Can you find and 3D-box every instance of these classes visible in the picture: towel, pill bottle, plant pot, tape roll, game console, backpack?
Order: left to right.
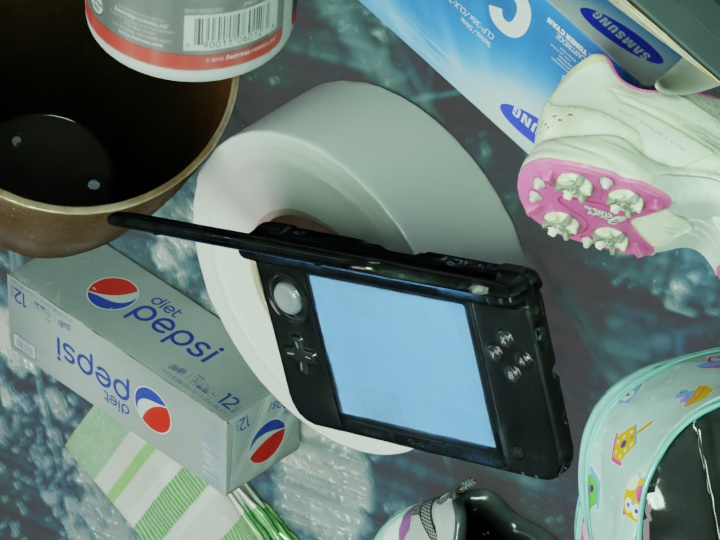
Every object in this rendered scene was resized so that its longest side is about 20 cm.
[{"bbox_3d":[-0.177,-0.084,1.736,0.187,0.187,0.200,51,158,9],"label":"plant pot"},{"bbox_3d":[-0.110,0.161,1.959,0.200,0.023,0.153,50,145,9],"label":"towel"},{"bbox_3d":[-0.086,-0.209,1.565,0.116,0.116,0.201,33,138,29],"label":"pill bottle"},{"bbox_3d":[-0.011,0.037,1.543,0.199,0.116,0.177,11,124,43],"label":"game console"},{"bbox_3d":[0.000,0.000,1.663,0.202,0.071,0.203,29,136,33],"label":"tape roll"},{"bbox_3d":[0.188,0.133,1.453,0.153,0.175,0.201,-127,32,-65],"label":"backpack"}]

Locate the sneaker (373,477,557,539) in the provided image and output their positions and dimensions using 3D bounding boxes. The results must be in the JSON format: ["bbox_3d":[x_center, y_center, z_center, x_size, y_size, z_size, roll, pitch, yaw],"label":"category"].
[{"bbox_3d":[0.094,0.210,1.706,0.200,0.078,0.140,55,145,3],"label":"sneaker"}]

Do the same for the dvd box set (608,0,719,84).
[{"bbox_3d":[0.090,-0.158,1.337,0.146,0.029,0.200,37,-174,-27],"label":"dvd box set"}]

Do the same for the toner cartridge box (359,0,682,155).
[{"bbox_3d":[0.071,-0.132,1.500,0.200,0.043,0.095,43,143,19],"label":"toner cartridge box"}]

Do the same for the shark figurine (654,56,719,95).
[{"bbox_3d":[0.238,-0.067,1.345,0.215,0.128,0.090,51,122,39],"label":"shark figurine"}]

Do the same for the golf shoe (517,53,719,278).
[{"bbox_3d":[0.174,-0.041,1.395,0.199,0.092,0.075,20,146,-10],"label":"golf shoe"}]

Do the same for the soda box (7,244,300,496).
[{"bbox_3d":[-0.128,0.055,1.859,0.200,0.068,0.064,31,136,31],"label":"soda box"}]
